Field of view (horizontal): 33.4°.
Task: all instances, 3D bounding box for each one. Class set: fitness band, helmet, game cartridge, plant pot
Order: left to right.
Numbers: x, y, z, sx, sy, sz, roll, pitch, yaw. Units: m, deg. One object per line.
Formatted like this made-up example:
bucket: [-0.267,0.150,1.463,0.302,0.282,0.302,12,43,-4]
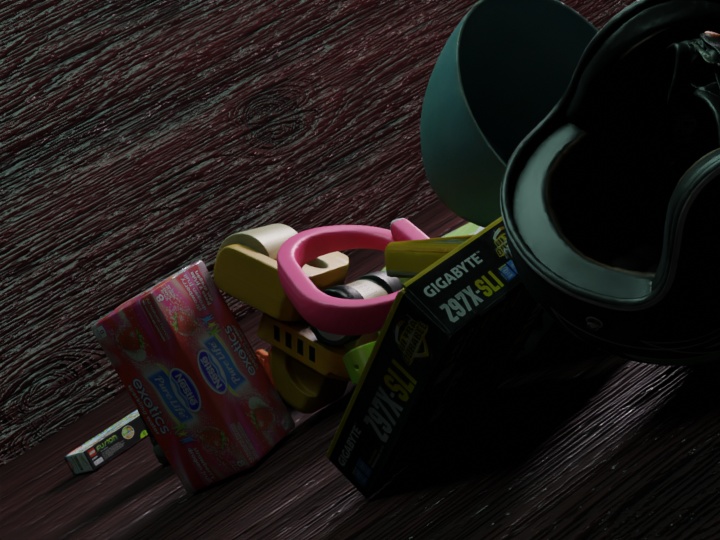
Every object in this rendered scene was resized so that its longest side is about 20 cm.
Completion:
fitness band: [0.000,0.000,1.111,0.141,0.038,0.200,-14,26,-15]
plant pot: [0.127,-0.112,1.010,0.199,0.202,0.134,-33,-3,-38]
game cartridge: [0.148,-0.014,0.968,0.198,0.033,0.175,-1,4,45]
helmet: [0.186,-0.040,0.694,0.199,0.200,0.192,-34,-19,-48]

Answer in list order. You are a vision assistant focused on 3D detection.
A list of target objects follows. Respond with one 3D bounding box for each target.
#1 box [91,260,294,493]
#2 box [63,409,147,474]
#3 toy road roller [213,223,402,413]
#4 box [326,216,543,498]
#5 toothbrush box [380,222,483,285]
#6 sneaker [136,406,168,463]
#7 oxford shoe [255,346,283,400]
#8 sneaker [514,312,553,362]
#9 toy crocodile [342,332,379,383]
box: [-0.168,0.108,1.215,0.099,0.202,0.095,-25,6,34]
box: [-0.367,0.254,1.907,0.199,0.035,0.110,-33,6,-33]
toy road roller: [-0.062,0.054,1.243,0.122,0.198,0.148,-18,-48,-61]
box: [0.065,0.052,0.825,0.159,0.049,0.201,-36,-21,-37]
toothbrush box: [0.107,0.008,1.312,0.198,0.087,0.146,-29,5,23]
sneaker: [-0.204,0.160,1.451,0.198,0.115,0.076,-22,10,45]
oxford shoe: [-0.087,0.129,1.461,0.071,0.073,0.200,-1,-8,-19]
sneaker: [0.122,0.028,1.056,0.139,0.079,0.199,-34,7,-38]
toy crocodile: [0.069,0.049,1.173,0.199,0.068,0.062,-37,4,-27]
